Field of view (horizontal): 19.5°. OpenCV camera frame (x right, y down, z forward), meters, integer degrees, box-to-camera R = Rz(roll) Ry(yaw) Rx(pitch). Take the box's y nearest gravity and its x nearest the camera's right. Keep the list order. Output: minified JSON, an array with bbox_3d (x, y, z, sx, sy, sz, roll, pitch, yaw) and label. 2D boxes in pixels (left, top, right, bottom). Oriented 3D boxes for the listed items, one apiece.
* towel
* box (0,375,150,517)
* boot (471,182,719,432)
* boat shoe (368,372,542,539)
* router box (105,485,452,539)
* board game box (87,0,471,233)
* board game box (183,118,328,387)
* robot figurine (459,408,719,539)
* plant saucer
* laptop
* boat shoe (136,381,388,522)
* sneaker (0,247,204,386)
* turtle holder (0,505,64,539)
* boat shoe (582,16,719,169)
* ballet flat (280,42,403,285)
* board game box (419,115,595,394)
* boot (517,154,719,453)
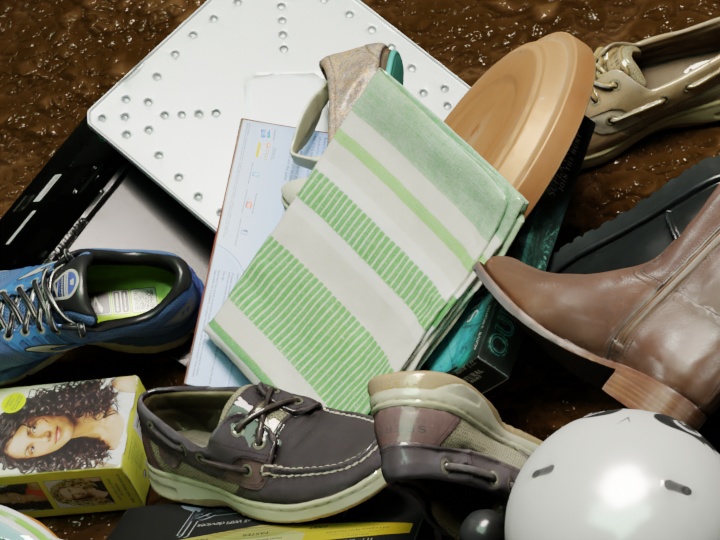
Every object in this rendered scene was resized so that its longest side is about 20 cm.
[{"bbox_3d":[0.000,0.000,1.253,0.153,0.023,0.201,44,106,35],"label":"towel"},{"bbox_3d":[-0.232,0.117,1.337,0.198,0.050,0.076,-8,48,14],"label":"box"},{"bbox_3d":[0.178,-0.024,1.134,0.200,0.064,0.186,-51,50,-1],"label":"boot"},{"bbox_3d":[0.062,0.116,1.134,0.071,0.200,0.065,-3,65,29],"label":"boat shoe"},{"bbox_3d":[-0.056,0.175,1.172,0.198,0.053,0.157,-8,15,14],"label":"router box"},{"bbox_3d":[-0.050,-0.104,1.432,0.200,0.026,0.200,39,69,15],"label":"board game box"},{"bbox_3d":[-0.046,-0.003,1.354,0.102,0.019,0.201,9,61,3],"label":"board game box"},{"bbox_3d":[0.143,0.157,1.068,0.150,0.201,0.125,-29,47,-6],"label":"robot figurine"},{"bbox_3d":[0.073,-0.066,1.309,0.201,0.032,0.201,-51,16,21],"label":"plant saucer"},{"bbox_3d":[-0.155,-0.029,1.463,0.199,0.103,0.178,-3,44,51],"label":"laptop"},{"bbox_3d":[-0.060,0.098,1.209,0.199,0.065,0.072,-1,34,46],"label":"boat shoe"},{"bbox_3d":[-0.197,0.019,1.328,0.198,0.089,0.079,-12,71,-9],"label":"sneaker"},{"bbox_3d":[-0.228,0.209,1.177,0.131,0.142,0.186,-11,15,22],"label":"turtle holder"},{"bbox_3d":[0.173,-0.124,1.391,0.199,0.065,0.072,-18,47,5],"label":"boat shoe"},{"bbox_3d":[-0.015,-0.060,1.347,0.067,0.068,0.201,0,54,11],"label":"ballet flat"},{"bbox_3d":[0.072,0.004,1.286,0.135,0.028,0.201,-37,25,51],"label":"board game box"},{"bbox_3d":[0.176,0.040,1.193,0.198,0.073,0.163,-38,39,24],"label":"boot"}]
